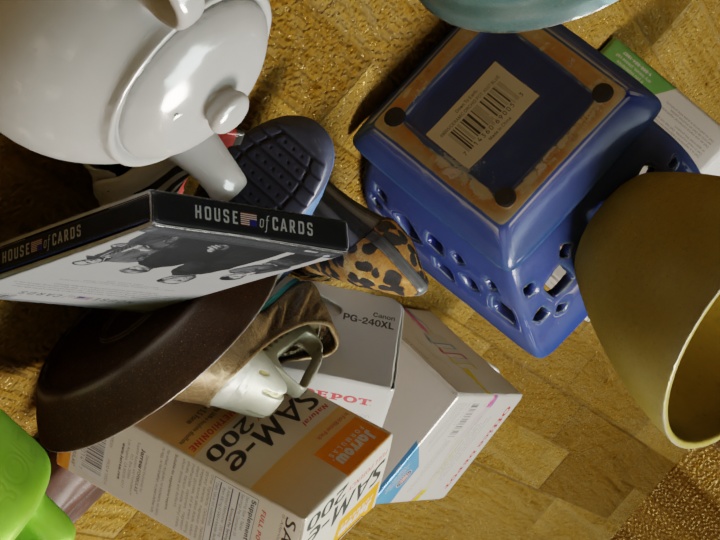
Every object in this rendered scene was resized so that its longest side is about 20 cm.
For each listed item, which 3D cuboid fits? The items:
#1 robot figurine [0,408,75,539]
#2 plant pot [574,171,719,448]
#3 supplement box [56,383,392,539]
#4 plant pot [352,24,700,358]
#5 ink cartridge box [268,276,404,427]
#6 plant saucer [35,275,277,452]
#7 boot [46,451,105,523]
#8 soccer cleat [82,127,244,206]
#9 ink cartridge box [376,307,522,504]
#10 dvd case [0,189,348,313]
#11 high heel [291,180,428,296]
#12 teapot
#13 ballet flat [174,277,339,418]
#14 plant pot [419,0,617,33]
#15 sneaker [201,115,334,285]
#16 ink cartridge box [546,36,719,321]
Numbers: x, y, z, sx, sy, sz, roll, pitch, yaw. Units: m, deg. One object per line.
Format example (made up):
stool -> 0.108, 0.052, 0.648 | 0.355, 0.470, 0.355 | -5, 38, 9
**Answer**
robot figurine -> -0.261, 0.111, 1.363 | 0.176, 0.200, 0.116 | -54, -161, -19
plant pot -> 0.240, 0.008, 1.728 | 0.199, 0.142, 0.201 | -32, 143, -28
supplement box -> -0.095, 0.124, 1.649 | 0.126, 0.199, 0.074 | -41, 151, -50
plant pot -> 0.119, -0.085, 1.793 | 0.200, 0.200, 0.180 | -46, 154, -7
ink cartridge box -> -0.056, 0.099, 1.807 | 0.201, 0.144, 0.084 | 106, -6, -52
plant saucer -> -0.143, 0.039, 1.559 | 0.200, 0.035, 0.201 | -33, -161, 13
boot -> -0.238, 0.161, 1.680 | 0.200, 0.064, 0.187 | -42, 168, -14
soccer cleat -> -0.142, -0.059, 1.474 | 0.085, 0.069, 0.200 | 4, 149, -26
ink cartridge box -> 0.042, 0.120, 2.110 | 0.129, 0.125, 0.200 | -51, 161, 11
dvd case -> -0.127, -0.008, 1.411 | 0.150, 0.025, 0.199 | 8, 164, -42
high heel -> 0.000, 0.000, 1.762 | 0.071, 0.142, 0.200 | -45, 161, -11
teapot -> -0.117, -0.129, 1.258 | 0.200, 0.146, 0.198 | -17, 144, -55
ballet flat -> -0.070, 0.062, 1.629 | 0.068, 0.072, 0.200 | -47, 171, 27
plant pot -> 0.100, -0.264, 1.441 | 0.200, 0.200, 0.135 | -42, 133, -16
sneaker -> -0.069, -0.039, 1.655 | 0.082, 0.074, 0.200 | -27, 159, -48
ink cartridge box -> 0.211, -0.078, 2.068 | 0.200, 0.146, 0.084 | -46, 162, -4
